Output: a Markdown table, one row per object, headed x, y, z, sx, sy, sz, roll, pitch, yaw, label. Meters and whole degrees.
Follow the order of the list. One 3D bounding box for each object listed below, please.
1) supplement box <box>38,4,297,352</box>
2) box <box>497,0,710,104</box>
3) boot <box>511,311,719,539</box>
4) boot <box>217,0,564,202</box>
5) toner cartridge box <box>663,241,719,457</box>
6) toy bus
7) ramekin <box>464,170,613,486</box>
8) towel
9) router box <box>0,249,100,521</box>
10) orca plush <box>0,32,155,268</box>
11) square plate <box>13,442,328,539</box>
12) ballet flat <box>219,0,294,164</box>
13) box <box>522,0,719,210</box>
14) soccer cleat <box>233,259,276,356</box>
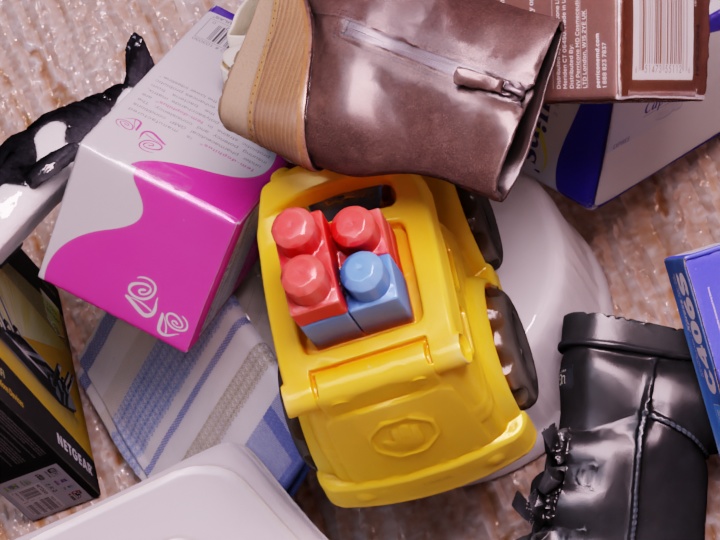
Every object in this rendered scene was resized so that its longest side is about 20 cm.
| x | y | z | sx | sy | sz | roll | pitch | yaw | label |
| --- | --- | --- | --- | --- | --- | --- | --- | --- | --- |
| -0.094 | -0.058 | 1.341 | 0.101 | 0.104 | 0.200 | 27 | 33 | 5 | supplement box |
| 0.076 | -0.123 | 1.225 | 0.200 | 0.100 | 0.075 | 4 | 96 | 36 | box |
| 0.185 | 0.117 | 1.278 | 0.198 | 0.073 | 0.163 | 9 | 80 | -2 | boot |
| 0.029 | -0.139 | 1.167 | 0.166 | 0.072 | 0.201 | 13 | 79 | 22 | boot |
| 0.238 | 0.076 | 1.231 | 0.095 | 0.043 | 0.201 | -16 | 92 | -7 | toner cartridge box |
| 0.000 | 0.000 | 1.221 | 0.135 | 0.192 | 0.201 | -18 | 59 | 11 | toy bus |
| 0.044 | 0.020 | 1.365 | 0.200 | 0.098 | 0.201 | -8 | 61 | 15 | ramekin |
| -0.099 | 0.078 | 1.381 | 0.200 | 0.024 | 0.147 | 53 | 127 | 33 | towel |
| -0.230 | 0.042 | 1.385 | 0.052 | 0.200 | 0.158 | -20 | 60 | 7 | router box |
| -0.195 | -0.073 | 1.316 | 0.071 | 0.105 | 0.200 | 40 | 65 | -1 | orca plush |
| -0.102 | 0.176 | 1.221 | 0.200 | 0.029 | 0.198 | -24 | 40 | -23 | square plate |
| -0.049 | -0.122 | 1.324 | 0.063 | 0.068 | 0.200 | -2 | 35 | 10 | ballet flat |
| 0.125 | -0.150 | 1.376 | 0.200 | 0.105 | 0.184 | 32 | 43 | 30 | box |
| -0.081 | -0.024 | 1.450 | 0.077 | 0.069 | 0.200 | -29 | 55 | -1 | soccer cleat |
